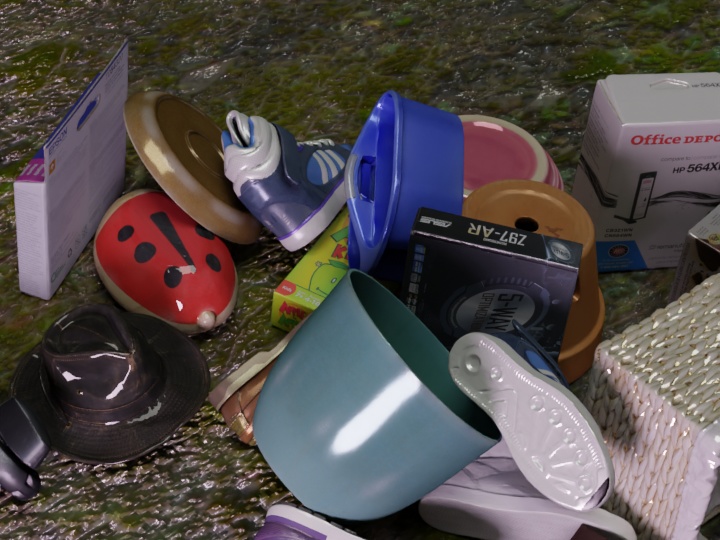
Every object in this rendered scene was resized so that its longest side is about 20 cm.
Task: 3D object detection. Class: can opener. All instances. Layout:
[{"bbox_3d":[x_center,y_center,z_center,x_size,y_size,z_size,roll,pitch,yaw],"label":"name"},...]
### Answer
[{"bbox_3d":[-0.342,0.137,1.527,0.078,0.064,0.200,-41,46,-9],"label":"can opener"}]

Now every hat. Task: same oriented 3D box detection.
[{"bbox_3d":[-0.240,0.083,1.562,0.198,0.082,0.202,-3,41,2],"label":"hat"}]

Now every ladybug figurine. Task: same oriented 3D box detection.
[{"bbox_3d":[-0.197,-0.016,1.698,0.135,0.072,0.200,-21,50,-28],"label":"ladybug figurine"}]

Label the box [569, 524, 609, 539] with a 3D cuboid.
[{"bbox_3d":[0.242,0.313,1.406,0.199,0.076,0.100,27,46,23],"label":"box"}]

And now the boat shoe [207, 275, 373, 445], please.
[{"bbox_3d":[-0.049,0.088,1.593,0.199,0.072,0.068,-39,81,-11],"label":"boat shoe"}]

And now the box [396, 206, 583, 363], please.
[{"bbox_3d":[0.114,0.049,1.575,0.158,0.202,0.044,14,36,6],"label":"box"}]

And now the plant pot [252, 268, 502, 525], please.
[{"bbox_3d":[0.000,0.127,1.478,0.161,0.200,0.201,-42,49,10],"label":"plant pot"}]

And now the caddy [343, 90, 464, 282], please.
[{"bbox_3d":[0.033,-0.081,1.663,0.104,0.142,0.202,13,56,-16],"label":"caddy"}]

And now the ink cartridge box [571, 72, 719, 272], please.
[{"bbox_3d":[0.311,-0.103,1.768,0.144,0.202,0.085,-4,43,-12],"label":"ink cartridge box"}]

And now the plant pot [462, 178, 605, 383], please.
[{"bbox_3d":[0.156,0.004,1.677,0.197,0.141,0.201,4,42,-3],"label":"plant pot"}]

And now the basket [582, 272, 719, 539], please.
[{"bbox_3d":[0.310,0.141,1.507,0.197,0.202,0.161,-26,50,-32],"label":"basket"}]

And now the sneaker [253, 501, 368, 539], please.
[{"bbox_3d":[-0.006,0.278,1.424,0.198,0.076,0.088,18,58,17],"label":"sneaker"}]

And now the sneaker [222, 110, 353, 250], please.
[{"bbox_3d":[-0.075,-0.124,1.754,0.147,0.080,0.200,51,32,-14],"label":"sneaker"}]

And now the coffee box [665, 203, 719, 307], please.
[{"bbox_3d":[0.423,0.034,1.701,0.199,0.114,0.080,33,48,26],"label":"coffee box"}]

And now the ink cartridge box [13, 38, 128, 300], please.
[{"bbox_3d":[-0.291,-0.107,1.689,0.043,0.202,0.197,16,42,10],"label":"ink cartridge box"}]

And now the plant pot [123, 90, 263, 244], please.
[{"bbox_3d":[-0.167,-0.115,1.749,0.200,0.027,0.201,43,20,-20],"label":"plant pot"}]

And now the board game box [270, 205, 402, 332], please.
[{"bbox_3d":[0.000,0.000,1.727,0.101,0.048,0.200,23,45,17],"label":"board game box"}]

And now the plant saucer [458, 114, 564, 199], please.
[{"bbox_3d":[0.132,-0.109,1.862,0.198,0.051,0.202,5,43,-4],"label":"plant saucer"}]

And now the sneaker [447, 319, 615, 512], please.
[{"bbox_3d":[0.173,0.132,1.480,0.200,0.081,0.146,46,15,27],"label":"sneaker"}]

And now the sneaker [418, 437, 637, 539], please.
[{"bbox_3d":[0.162,0.195,1.519,0.198,0.074,0.116,14,45,10],"label":"sneaker"}]
